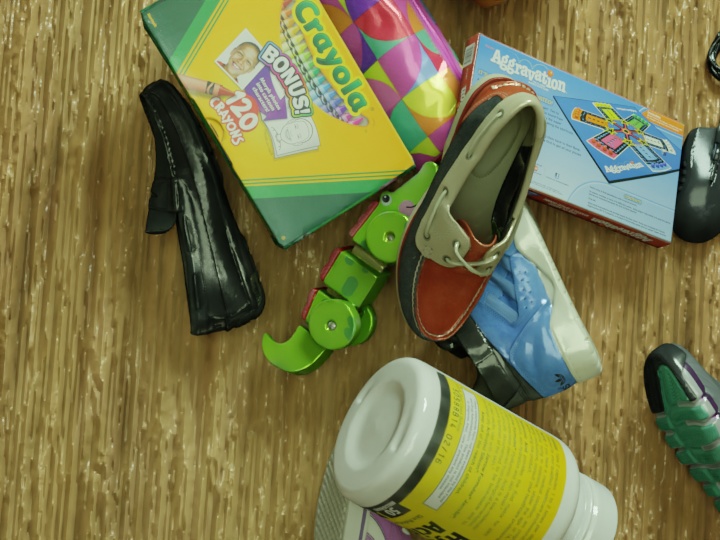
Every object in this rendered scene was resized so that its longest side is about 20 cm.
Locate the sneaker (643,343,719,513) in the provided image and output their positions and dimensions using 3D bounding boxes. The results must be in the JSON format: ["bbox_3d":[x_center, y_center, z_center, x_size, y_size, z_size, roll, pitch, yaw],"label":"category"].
[{"bbox_3d":[0.297,0.131,0.979,0.087,0.074,0.201,-33,95,-19],"label":"sneaker"}]

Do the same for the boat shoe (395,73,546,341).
[{"bbox_3d":[0.078,-0.035,0.880,0.071,0.063,0.201,11,110,-21],"label":"boat shoe"}]

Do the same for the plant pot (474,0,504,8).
[{"bbox_3d":[0.086,-0.307,0.948,0.200,0.200,0.183,-42,103,-3],"label":"plant pot"}]

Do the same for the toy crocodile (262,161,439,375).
[{"bbox_3d":[0.000,0.000,0.965,0.062,0.067,0.200,37,100,12],"label":"toy crocodile"}]

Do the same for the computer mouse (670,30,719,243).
[{"bbox_3d":[0.290,-0.118,1.004,0.058,0.034,0.201,16,86,1],"label":"computer mouse"}]

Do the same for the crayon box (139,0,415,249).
[{"bbox_3d":[-0.061,-0.131,0.942,0.118,0.058,0.201,-32,95,-6],"label":"crayon box"}]

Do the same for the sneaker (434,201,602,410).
[{"bbox_3d":[0.095,0.009,0.971,0.111,0.077,0.201,-25,76,10],"label":"sneaker"}]

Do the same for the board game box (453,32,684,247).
[{"bbox_3d":[0.159,-0.096,0.957,0.199,0.019,0.103,19,73,-24],"label":"board game box"}]

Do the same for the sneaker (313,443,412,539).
[{"bbox_3d":[0.025,0.221,0.971,0.114,0.073,0.202,6,80,-20],"label":"sneaker"}]

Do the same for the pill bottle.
[{"bbox_3d":[0.088,0.153,0.923,0.199,0.111,0.112,30,86,-23],"label":"pill bottle"}]

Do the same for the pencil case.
[{"bbox_3d":[0.029,-0.173,0.981,0.088,0.088,0.200,-36,88,-3],"label":"pencil case"}]

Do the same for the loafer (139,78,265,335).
[{"bbox_3d":[-0.135,-0.048,0.977,0.070,0.068,0.201,-20,90,-10],"label":"loafer"}]
